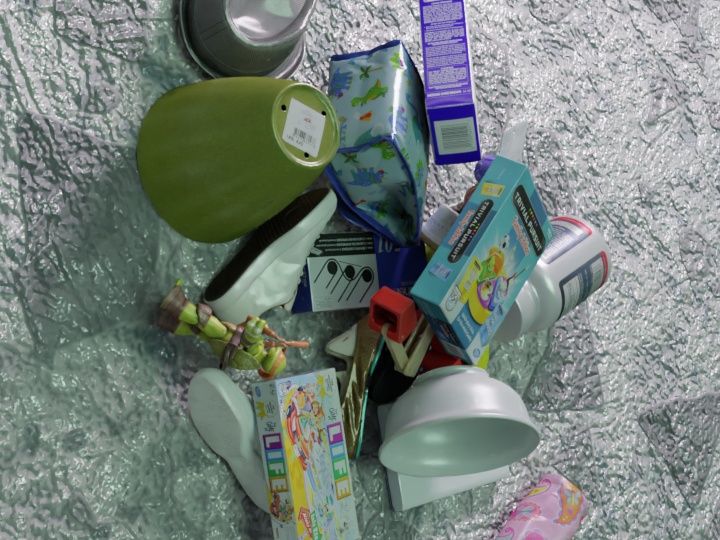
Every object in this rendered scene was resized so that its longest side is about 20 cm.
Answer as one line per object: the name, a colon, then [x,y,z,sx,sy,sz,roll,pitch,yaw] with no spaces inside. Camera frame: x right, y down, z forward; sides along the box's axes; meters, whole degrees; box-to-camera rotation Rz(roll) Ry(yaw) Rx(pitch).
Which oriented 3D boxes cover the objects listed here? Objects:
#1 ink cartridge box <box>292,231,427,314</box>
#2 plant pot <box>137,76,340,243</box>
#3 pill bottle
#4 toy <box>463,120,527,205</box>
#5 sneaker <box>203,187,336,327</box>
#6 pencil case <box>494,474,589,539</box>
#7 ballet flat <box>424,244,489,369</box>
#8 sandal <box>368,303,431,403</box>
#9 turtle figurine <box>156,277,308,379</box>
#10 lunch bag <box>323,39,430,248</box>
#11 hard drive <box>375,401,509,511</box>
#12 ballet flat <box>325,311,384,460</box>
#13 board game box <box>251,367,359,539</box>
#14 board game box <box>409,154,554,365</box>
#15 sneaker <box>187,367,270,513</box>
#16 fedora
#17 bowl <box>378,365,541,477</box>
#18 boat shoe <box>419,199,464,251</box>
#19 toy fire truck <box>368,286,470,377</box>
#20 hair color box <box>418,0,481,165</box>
ink cartridge box: [0.000,0.000,1.599,0.198,0.044,0.095,-4,86,-41]
plant pot: [-0.117,-0.138,1.421,0.186,0.199,0.190,8,78,-39]
pill bottle: [0.244,0.014,1.757,0.199,0.119,0.121,-30,102,-39]
toy: [0.155,-0.085,1.588,0.115,0.047,0.203,-33,134,-65]
sneaker: [-0.092,-0.009,1.498,0.200,0.073,0.085,-46,120,-13]
pencil case: [0.227,0.366,1.710,0.200,0.087,0.088,-48,113,-34]
ballet flat: [0.131,0.056,1.687,0.067,0.067,0.202,-36,106,-40]
sandal: [0.062,0.078,1.624,0.201,0.045,0.075,-61,147,-9]
turtle figurine: [-0.145,0.077,1.407,0.160,0.200,0.065,28,79,-1]
lunch bag: [0.031,-0.150,1.579,0.200,0.126,0.172,54,34,-47]
hard drive: [0.110,0.225,1.667,0.198,0.025,0.134,-8,88,-41]
ballet flat: [-0.015,0.128,1.554,0.071,0.068,0.202,15,81,-3]
board game box: [-0.061,0.219,1.455,0.134,0.034,0.203,-6,86,-62]
board game box: [0.149,-0.010,1.518,0.201,0.047,0.151,-57,146,-16]
sneaker: [-0.123,0.177,1.455,0.089,0.075,0.201,-51,124,-39]
fedora: [-0.119,-0.307,1.519,0.199,0.090,0.179,-23,96,-40]
bowl: [0.115,0.175,1.551,0.200,0.200,0.091,17,55,-37]
boat shoe: [0.148,-0.061,1.681,0.070,0.071,0.199,-60,159,18]
toy fire truck: [0.077,0.082,1.561,0.141,0.048,0.202,-41,140,-33]
hair color box: [0.108,-0.242,1.565,0.110,0.064,0.202,75,13,-55]
